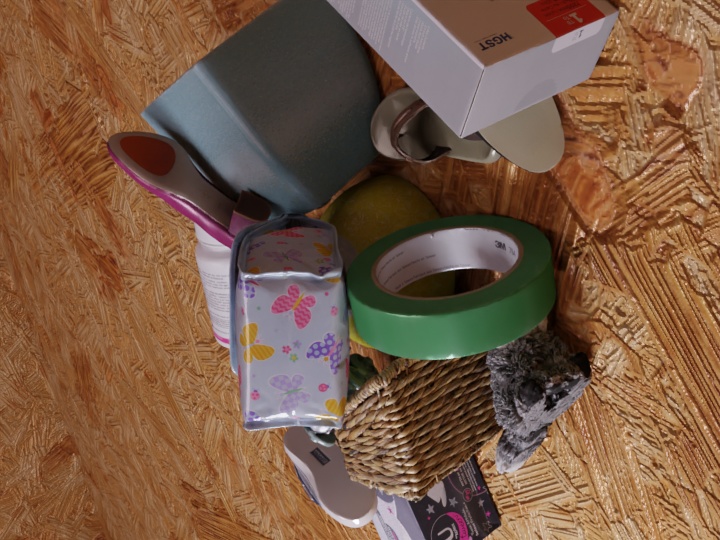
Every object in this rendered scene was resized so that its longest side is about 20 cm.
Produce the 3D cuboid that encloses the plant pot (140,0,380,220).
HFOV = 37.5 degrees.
[{"bbox_3d":[-0.087,-0.170,1.176,0.201,0.196,0.195,53,153,-11],"label":"plant pot"}]

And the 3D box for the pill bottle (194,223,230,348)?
[{"bbox_3d":[-0.176,0.002,1.531,0.113,0.112,0.203,28,136,47],"label":"pill bottle"}]

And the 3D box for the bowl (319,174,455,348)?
[{"bbox_3d":[0.000,0.000,1.192,0.199,0.107,0.204,16,112,46],"label":"bowl"}]

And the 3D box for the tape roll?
[{"bbox_3d":[0.086,0.011,1.012,0.199,0.199,0.049,22,132,50],"label":"tape roll"}]

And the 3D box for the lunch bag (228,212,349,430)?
[{"bbox_3d":[-0.074,0.047,1.087,0.200,0.125,0.172,-95,5,-70],"label":"lunch bag"}]

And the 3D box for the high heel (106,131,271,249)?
[{"bbox_3d":[-0.196,-0.079,1.177,0.198,0.068,0.096,31,147,-2],"label":"high heel"}]

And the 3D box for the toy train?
[{"bbox_3d":[-0.048,0.132,1.277,0.113,0.200,0.086,38,107,1],"label":"toy train"}]

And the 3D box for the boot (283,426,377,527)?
[{"bbox_3d":[-0.029,0.275,1.336,0.200,0.072,0.091,44,157,53],"label":"boot"}]

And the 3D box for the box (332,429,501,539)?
[{"bbox_3d":[0.065,0.256,1.336,0.132,0.114,0.203,-13,102,61],"label":"box"}]

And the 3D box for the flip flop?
[{"bbox_3d":[0.068,-0.138,1.067,0.199,0.057,0.082,18,128,53],"label":"flip flop"}]

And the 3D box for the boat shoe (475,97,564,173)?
[{"bbox_3d":[0.112,-0.168,0.968,0.202,0.073,0.063,49,176,12],"label":"boat shoe"}]

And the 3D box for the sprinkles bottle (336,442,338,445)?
[{"bbox_3d":[-0.042,0.215,1.530,0.199,0.068,0.069,25,134,50],"label":"sprinkles bottle"}]

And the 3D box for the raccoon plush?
[{"bbox_3d":[0.141,0.105,1.082,0.135,0.096,0.201,53,133,28],"label":"raccoon plush"}]

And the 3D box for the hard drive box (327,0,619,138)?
[{"bbox_3d":[0.084,-0.223,0.871,0.200,0.155,0.077,49,147,23],"label":"hard drive box"}]

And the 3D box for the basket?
[{"bbox_3d":[0.060,0.124,1.145,0.142,0.199,0.151,8,122,50],"label":"basket"}]
